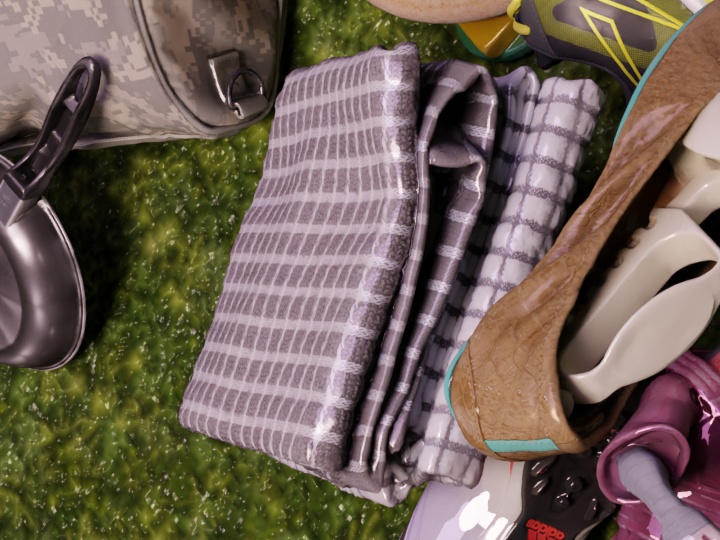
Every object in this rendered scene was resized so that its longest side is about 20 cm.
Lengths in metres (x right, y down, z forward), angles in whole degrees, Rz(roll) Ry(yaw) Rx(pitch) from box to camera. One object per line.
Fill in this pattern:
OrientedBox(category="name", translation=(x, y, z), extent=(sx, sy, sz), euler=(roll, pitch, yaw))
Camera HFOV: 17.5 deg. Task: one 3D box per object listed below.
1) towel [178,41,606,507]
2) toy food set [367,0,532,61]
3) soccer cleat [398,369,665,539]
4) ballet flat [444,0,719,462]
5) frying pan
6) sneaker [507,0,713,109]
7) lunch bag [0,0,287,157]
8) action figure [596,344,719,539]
OrientedBox(category="towel", translation=(0.000, 0.000, 0.896), extent=(0.200, 0.085, 0.166), euler=(179, 111, -73))
OrientedBox(category="toy food set", translation=(0.055, -0.195, 0.992), extent=(0.198, 0.049, 0.200), euler=(-47, 53, 17))
OrientedBox(category="soccer cleat", translation=(0.051, 0.095, 0.899), extent=(0.200, 0.068, 0.073), euler=(-57, 23, 17))
OrientedBox(category="ballet flat", translation=(0.107, -0.014, 0.796), extent=(0.200, 0.068, 0.072), euler=(-50, 32, -17))
OrientedBox(category="frying pan", translation=(-0.149, -0.013, 1.054), extent=(0.190, 0.031, 0.115), euler=(-24, 95, 52))
OrientedBox(category="sneaker", translation=(0.078, -0.125, 0.888), extent=(0.200, 0.074, 0.085), euler=(45, 108, 6))
OrientedBox(category="lunch bag", translation=(-0.135, -0.136, 1.064), extent=(0.200, 0.139, 0.168), euler=(-2, 98, 37))
OrientedBox(category="action figure", translation=(0.118, 0.091, 0.818), extent=(0.149, 0.134, 0.200), euler=(22, 94, 56))
